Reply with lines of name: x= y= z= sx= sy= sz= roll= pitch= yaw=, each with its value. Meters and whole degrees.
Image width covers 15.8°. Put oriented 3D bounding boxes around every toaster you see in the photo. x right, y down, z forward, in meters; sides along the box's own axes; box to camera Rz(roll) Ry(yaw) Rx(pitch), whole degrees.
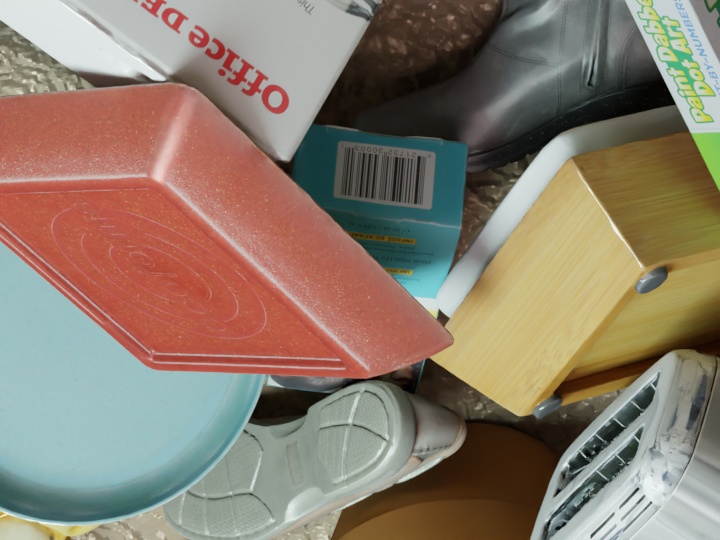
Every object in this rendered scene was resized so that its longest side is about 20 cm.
toaster: x=0.167 y=0.123 z=1.240 sx=0.129 sy=0.114 sz=0.200 roll=30 pitch=140 yaw=-9

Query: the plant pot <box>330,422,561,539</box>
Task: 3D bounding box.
plant pot: x=0.059 y=0.179 z=1.424 sx=0.200 sy=0.140 sz=0.200 roll=1 pitch=126 yaw=1

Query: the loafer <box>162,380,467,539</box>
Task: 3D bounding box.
loafer: x=-0.026 y=0.109 z=1.402 sx=0.063 sy=0.072 sz=0.200 roll=9 pitch=158 yaw=-41

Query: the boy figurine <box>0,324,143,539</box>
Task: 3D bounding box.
boy figurine: x=-0.172 y=0.101 z=1.425 sx=0.124 sy=0.064 sz=0.200 roll=23 pitch=120 yaw=-14

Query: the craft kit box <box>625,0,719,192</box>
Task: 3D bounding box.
craft kit box: x=0.200 y=-0.151 z=1.155 sx=0.049 sy=0.198 sz=0.200 roll=15 pitch=144 yaw=50

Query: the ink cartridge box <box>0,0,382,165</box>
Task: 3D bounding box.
ink cartridge box: x=-0.056 y=-0.163 z=1.142 sx=0.145 sy=0.200 sz=0.084 roll=36 pitch=162 yaw=-21

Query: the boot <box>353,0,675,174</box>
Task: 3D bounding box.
boot: x=0.078 y=-0.127 z=1.256 sx=0.200 sy=0.070 sz=0.132 roll=-15 pitch=116 yaw=8

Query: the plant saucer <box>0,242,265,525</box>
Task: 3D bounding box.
plant saucer: x=-0.145 y=0.031 z=1.335 sx=0.200 sy=0.027 sz=0.200 roll=0 pitch=86 yaw=0

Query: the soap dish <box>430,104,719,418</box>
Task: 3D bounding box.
soap dish: x=0.148 y=-0.009 z=1.249 sx=0.200 sy=0.081 sz=0.157 roll=-13 pitch=152 yaw=-36

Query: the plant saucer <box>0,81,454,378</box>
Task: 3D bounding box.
plant saucer: x=-0.088 y=-0.008 z=1.189 sx=0.200 sy=0.037 sz=0.200 roll=1 pitch=146 yaw=46

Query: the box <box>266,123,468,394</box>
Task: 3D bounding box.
box: x=0.000 y=0.000 z=1.301 sx=0.082 sy=0.049 sz=0.200 roll=7 pitch=152 yaw=-2
